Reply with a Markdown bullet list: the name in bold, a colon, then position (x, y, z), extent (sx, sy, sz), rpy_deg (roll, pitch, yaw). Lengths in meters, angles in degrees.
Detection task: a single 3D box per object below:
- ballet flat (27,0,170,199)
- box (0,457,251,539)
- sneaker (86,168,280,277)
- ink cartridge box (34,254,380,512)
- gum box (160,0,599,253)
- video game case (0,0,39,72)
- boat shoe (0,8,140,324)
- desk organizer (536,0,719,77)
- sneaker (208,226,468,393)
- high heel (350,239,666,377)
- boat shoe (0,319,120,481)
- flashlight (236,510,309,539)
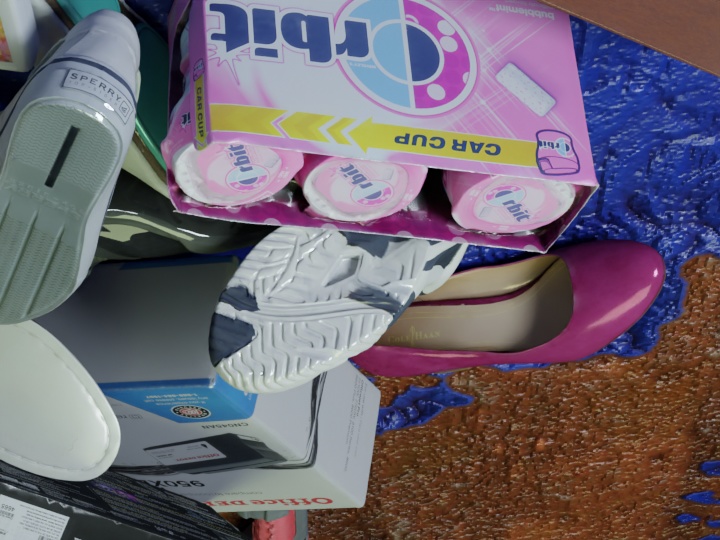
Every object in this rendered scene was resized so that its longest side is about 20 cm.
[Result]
- **ballet flat**: position (-0.133, -0.101, 1.020), extent (0.069, 0.069, 0.200), rpy_deg (-15, 141, 16)
- **box**: position (-0.150, 0.143, 1.207), extent (0.200, 0.044, 0.160), rpy_deg (23, 180, -28)
- **sneaker**: position (-0.136, -0.031, 1.126), extent (0.199, 0.076, 0.114), rpy_deg (-6, 167, -19)
- **ink cartridge box**: position (-0.095, 0.072, 1.268), extent (0.145, 0.084, 0.200), rpy_deg (-4, 153, 26)
- **gum box**: position (0.003, -0.082, 1.018), extent (0.200, 0.114, 0.066), rpy_deg (6, 148, -18)
- **video game case**: position (-0.244, -0.156, 0.894), extent (0.200, 0.024, 0.182), rpy_deg (8, 150, 6)
- **boat shoe**: position (-0.141, -0.044, 0.989), extent (0.074, 0.067, 0.200), rpy_deg (29, 142, -14)
- **desk organizer**: position (0.132, -0.153, 0.962), extent (0.200, 0.072, 0.077), rpy_deg (17, 145, -33)
- **sneaker**: position (0.000, 0.000, 1.132), extent (0.079, 0.199, 0.130), rpy_deg (35, 164, 10)
- **high heel**: position (0.077, 0.023, 1.249), extent (0.200, 0.067, 0.096), rpy_deg (-26, 155, 36)
- **boat shoe**: position (-0.214, 0.044, 1.169), extent (0.202, 0.072, 0.060), rpy_deg (34, 180, 2)
- **flashlight**: position (-0.066, 0.179, 1.497), extent (0.068, 0.068, 0.200), rpy_deg (-2, 151, -1)
